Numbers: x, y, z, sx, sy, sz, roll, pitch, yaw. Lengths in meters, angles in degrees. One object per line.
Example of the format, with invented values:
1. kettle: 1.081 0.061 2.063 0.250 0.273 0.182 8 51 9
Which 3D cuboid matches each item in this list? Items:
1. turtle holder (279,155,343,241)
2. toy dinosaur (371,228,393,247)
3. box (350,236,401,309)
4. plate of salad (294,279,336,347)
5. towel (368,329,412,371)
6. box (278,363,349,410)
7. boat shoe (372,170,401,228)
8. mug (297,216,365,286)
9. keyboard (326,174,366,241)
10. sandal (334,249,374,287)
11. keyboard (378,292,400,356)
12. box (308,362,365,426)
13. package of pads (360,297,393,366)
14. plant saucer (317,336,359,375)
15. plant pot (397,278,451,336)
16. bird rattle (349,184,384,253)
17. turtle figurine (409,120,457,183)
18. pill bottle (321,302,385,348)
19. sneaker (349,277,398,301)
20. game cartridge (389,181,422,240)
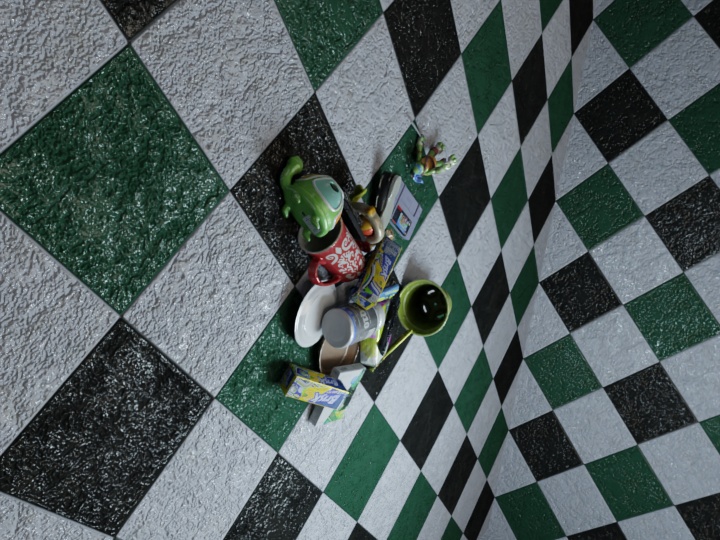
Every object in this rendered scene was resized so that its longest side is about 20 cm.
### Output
1. turtle holder: -0.125 -0.181 1.306 0.132 0.185 0.142 -43 163 -25
2. toy dinosaur: 0.074 -0.075 1.666 0.200 0.104 0.062 97 -27 -77
3. box: 0.046 0.007 1.506 0.064 0.070 0.203 32 65 -10
4. plate of salad: -0.132 0.120 1.482 0.200 0.047 0.204 -43 144 -42
5. towel: 0.105 0.279 1.805 0.200 0.018 0.086 -43 179 -8
6. box: -0.131 0.336 1.490 0.198 0.064 0.071 27 101 -37
7. boat shoe: 0.068 -0.208 1.617 0.074 0.059 0.204 -28 139 -57
8. mug: -0.084 -0.044 1.431 0.178 0.133 0.200 -48 145 -5
9. keyboard: -0.038 -0.165 1.387 0.020 0.127 0.202 -37 113 -15
10. sandal: -0.001 0.001 1.575 0.199 0.048 0.076 -34 162 -24
11. keyboard: 0.107 0.177 1.707 0.105 0.039 0.204 67 38 -59
12. box: -0.071 0.392 1.644 0.143 0.036 0.203 4 116 -55
13. package of pads: 0.054 0.199 1.728 0.154 0.067 0.205 -37 132 -61
14. plant saucer: -0.073 0.243 1.623 0.199 0.036 0.205 -25 122 -47
15. plant pot: 0.256 0.130 1.928 0.183 0.196 0.205 -4 107 -65
16. bird rattle: 0.002 -0.130 1.481 0.112 0.162 0.204 -32 122 -28
17. turtle figurine: 0.257 -0.396 1.737 0.193 0.142 0.205 -29 129 -50
18. pill bottle: -0.015 0.153 1.538 0.198 0.112 0.117 -13 114 -56
19. sneaker: 0.036 0.059 1.675 0.197 0.083 0.071 -11 143 -41
20. game cartridge: 0.143 -0.201 1.750 0.200 0.038 0.132 41 65 -53
